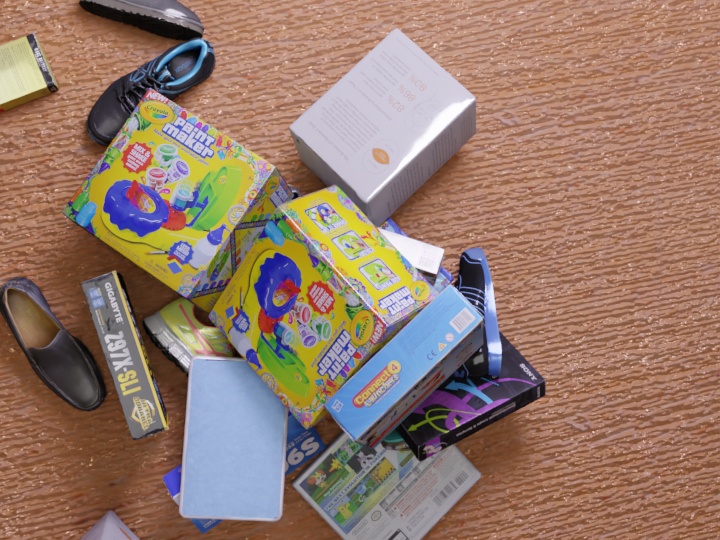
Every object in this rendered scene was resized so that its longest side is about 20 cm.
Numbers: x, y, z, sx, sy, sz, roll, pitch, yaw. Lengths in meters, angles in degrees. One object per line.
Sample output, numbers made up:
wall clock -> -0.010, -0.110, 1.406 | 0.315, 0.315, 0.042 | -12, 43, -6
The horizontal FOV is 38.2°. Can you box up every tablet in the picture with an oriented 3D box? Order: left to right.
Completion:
tablet -> -0.157, 0.210, 1.308 | 0.129, 0.014, 0.202 | 4, 81, -6

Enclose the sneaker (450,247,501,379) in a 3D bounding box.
sneaker -> 0.139, 0.054, 1.392 | 0.077, 0.070, 0.201 | -3, 52, -1

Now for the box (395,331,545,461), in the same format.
box -> 0.125, 0.152, 1.378 | 0.199, 0.143, 0.036 | -23, 136, -19

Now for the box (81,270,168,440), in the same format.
box -> -0.293, 0.104, 1.304 | 0.049, 0.160, 0.202 | -18, 91, -9

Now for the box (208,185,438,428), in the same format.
box -> -0.047, 0.043, 1.263 | 0.193, 0.122, 0.200 | 46, 126, 14

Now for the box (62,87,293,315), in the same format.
box -> -0.225, -0.084, 1.311 | 0.199, 0.122, 0.193 | 32, 83, 14

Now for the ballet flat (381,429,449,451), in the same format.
ballet flat -> 0.118, 0.203, 1.403 | 0.200, 0.072, 0.072 | -32, 94, -24

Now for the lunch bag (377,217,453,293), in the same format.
lunch bag -> 0.000, 0.000, 1.402 | 0.150, 0.094, 0.200 | -43, 83, -13

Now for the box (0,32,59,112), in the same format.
box -> -0.495, -0.232, 1.333 | 0.199, 0.050, 0.076 | -25, 93, -10

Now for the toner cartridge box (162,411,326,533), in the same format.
toner cartridge box -> -0.149, 0.250, 1.359 | 0.199, 0.043, 0.095 | -34, 133, -8

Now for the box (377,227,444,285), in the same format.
box -> 0.011, -0.034, 1.354 | 0.198, 0.039, 0.042 | 17, 66, 6

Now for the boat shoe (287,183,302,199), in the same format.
boat shoe -> -0.142, -0.030, 1.380 | 0.073, 0.065, 0.201 | 29, 85, -9

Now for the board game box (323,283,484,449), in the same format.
board game box -> 0.058, 0.121, 1.235 | 0.200, 0.196, 0.056 | -43, 77, -4

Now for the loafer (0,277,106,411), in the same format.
loafer -> -0.399, 0.099, 1.330 | 0.073, 0.072, 0.200 | -39, 96, -9

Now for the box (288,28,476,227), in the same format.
box -> 0.032, -0.185, 1.369 | 0.200, 0.106, 0.152 | -43, 73, -7

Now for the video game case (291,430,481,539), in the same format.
video game case -> 0.037, 0.286, 1.426 | 0.200, 0.022, 0.182 | -44, 96, -7

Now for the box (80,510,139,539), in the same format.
box -> -0.296, 0.401, 1.268 | 0.106, 0.200, 0.152 | -45, 96, -9

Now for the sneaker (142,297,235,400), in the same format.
sneaker -> -0.189, 0.114, 1.365 | 0.090, 0.078, 0.200 | -44, 99, -17

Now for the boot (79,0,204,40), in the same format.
boot -> -0.269, -0.422, 1.373 | 0.180, 0.073, 0.202 | 18, 79, -11

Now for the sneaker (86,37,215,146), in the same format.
sneaker -> -0.276, -0.240, 1.354 | 0.200, 0.082, 0.073 | -41, 96, -7
